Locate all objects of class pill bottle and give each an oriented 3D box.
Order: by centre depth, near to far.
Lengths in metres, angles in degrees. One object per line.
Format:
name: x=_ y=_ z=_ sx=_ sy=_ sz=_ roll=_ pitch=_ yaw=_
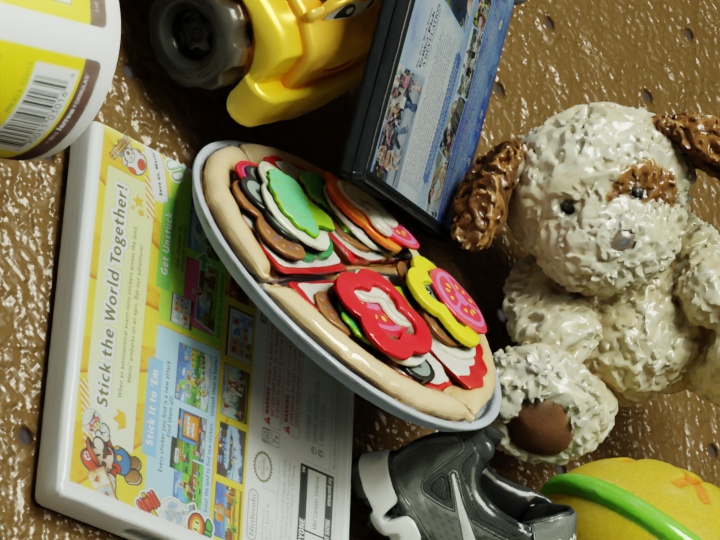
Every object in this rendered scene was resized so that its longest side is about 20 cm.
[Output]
pill bottle: x=-0.211 y=-0.115 z=1.151 sx=0.199 sy=0.109 sz=0.110 roll=10 pitch=63 yaw=-45

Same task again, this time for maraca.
maraca: x=0.177 y=0.175 z=1.396 sx=0.200 sy=0.137 sz=0.107 roll=39 pitch=74 yaw=0

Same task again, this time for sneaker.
sneaker: x=0.080 y=0.163 z=1.327 sx=0.201 sy=0.090 sz=0.066 roll=59 pitch=16 yaw=-5

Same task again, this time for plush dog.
plush dog: x=0.141 y=-0.010 z=1.436 sx=0.161 sy=0.199 sz=0.173 roll=-106 pitch=-177 yaw=-68

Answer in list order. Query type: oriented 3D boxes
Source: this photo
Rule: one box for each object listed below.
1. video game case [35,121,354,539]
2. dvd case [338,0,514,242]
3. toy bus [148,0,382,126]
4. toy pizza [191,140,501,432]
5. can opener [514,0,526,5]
video game case: x=-0.075 y=0.049 z=1.283 sx=0.182 sy=0.023 sz=0.201 roll=27 pitch=53 yaw=-37
dvd case: x=0.037 y=-0.099 z=1.368 sx=0.200 sy=0.017 sz=0.143 roll=30 pitch=74 yaw=-74
toy bus: x=-0.033 y=-0.202 z=1.320 sx=0.136 sy=0.192 sz=0.201 roll=-26 pitch=82 yaw=-52
toy pizza: x=0.000 y=0.000 z=1.314 sx=0.200 sy=0.032 sz=0.200 roll=36 pitch=21 yaw=-16
can opener: x=0.078 y=-0.257 z=1.604 sx=0.066 sy=0.053 sz=0.201 roll=9 pitch=59 yaw=-8
